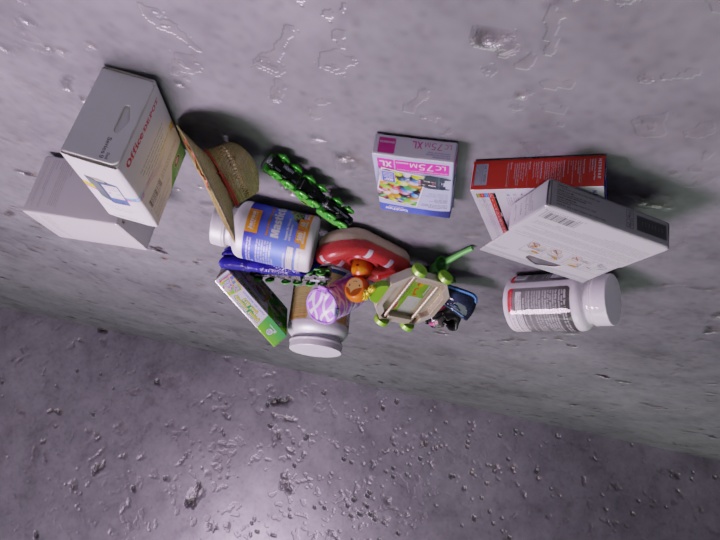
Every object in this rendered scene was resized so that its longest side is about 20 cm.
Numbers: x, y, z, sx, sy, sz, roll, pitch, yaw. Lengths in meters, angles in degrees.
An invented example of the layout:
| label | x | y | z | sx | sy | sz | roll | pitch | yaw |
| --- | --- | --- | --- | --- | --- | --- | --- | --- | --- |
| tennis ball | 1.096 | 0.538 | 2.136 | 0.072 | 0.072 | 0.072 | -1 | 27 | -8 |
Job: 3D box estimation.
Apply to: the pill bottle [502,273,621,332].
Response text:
| label | x | y | z | sx | sy | sz | roll | pitch | yaw |
| --- | --- | --- | --- | --- | --- | --- | --- | --- | --- |
| pill bottle | 0.390 | 0.062 | 1.117 | 0.199 | 0.115 | 0.114 | -5 | 154 | 42 |

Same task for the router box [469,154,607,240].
| label | x | y | z | sx | sy | sz | roll | pitch | yaw |
| --- | --- | --- | --- | --- | --- | --- | --- | --- | --- |
| router box | 0.274 | -0.093 | 0.860 | 0.178 | 0.049 | 0.200 | 3 | 158 | 25 |

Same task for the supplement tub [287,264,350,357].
| label | x | y | z | sx | sy | sz | roll | pitch | yaw |
| --- | --- | --- | --- | --- | --- | --- | --- | --- | --- |
| supplement tub | -0.093 | 0.090 | 1.344 | 0.143 | 0.202 | 0.145 | 6 | 160 | 2 |

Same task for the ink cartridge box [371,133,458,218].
| label | x | y | z | sx | sy | sz | roll | pitch | yaw |
| --- | --- | --- | --- | --- | --- | --- | --- | --- | --- |
| ink cartridge box | 0.085 | -0.133 | 0.885 | 0.118 | 0.042 | 0.200 | 9 | 162 | 10 |

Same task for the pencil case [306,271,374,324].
| label | x | y | z | sx | sy | sz | roll | pitch | yaw |
| --- | --- | --- | --- | --- | --- | --- | --- | --- | --- |
| pencil case | -0.038 | 0.047 | 1.229 | 0.083 | 0.087 | 0.200 | 9 | -162 | 25 |

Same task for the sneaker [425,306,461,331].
| label | x | y | z | sx | sy | sz | roll | pitch | yaw |
| --- | --- | --- | --- | --- | --- | --- | --- | --- | --- |
| sneaker | 0.177 | 0.091 | 1.371 | 0.199 | 0.085 | 0.076 | 25 | 156 | -32 |

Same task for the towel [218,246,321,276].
| label | x | y | z | sx | sy | sz | roll | pitch | yaw |
| --- | --- | --- | --- | --- | --- | --- | --- | --- | --- |
| towel | -0.187 | -0.034 | 1.242 | 0.198 | 0.050 | 0.148 | 6 | -162 | 18 |

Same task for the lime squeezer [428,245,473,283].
| label | x | y | z | sx | sy | sz | roll | pitch | yaw |
| --- | --- | --- | --- | --- | --- | --- | --- | --- | --- |
| lime squeezer | 0.179 | -0.004 | 1.182 | 0.070 | 0.038 | 0.200 | 11 | 160 | 3 |

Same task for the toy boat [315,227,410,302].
| label | x | y | z | sx | sy | sz | roll | pitch | yaw |
| --- | --- | --- | --- | --- | --- | --- | --- | --- | --- |
| toy boat | 0.000 | 0.000 | 1.159 | 0.199 | 0.132 | 0.130 | 24 | 157 | -30 |

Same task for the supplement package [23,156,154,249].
| label | x | y | z | sx | sy | sz | roll | pitch | yaw |
| --- | --- | --- | --- | --- | --- | --- | --- | --- | --- |
| supplement package | -0.506 | -0.128 | 1.107 | 0.198 | 0.123 | 0.120 | 9 | 160 | 12 |

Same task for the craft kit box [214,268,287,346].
| label | x | y | z | sx | sy | sz | roll | pitch | yaw |
| --- | --- | --- | --- | --- | --- | --- | --- | --- | --- |
| craft kit box | -0.248 | 0.060 | 1.337 | 0.200 | 0.048 | 0.198 | 51 | -173 | -16 |

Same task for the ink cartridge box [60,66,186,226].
| label | x | y | z | sx | sy | sz | roll | pitch | yaw |
| --- | --- | --- | --- | --- | --- | --- | --- | --- | --- |
| ink cartridge box | -0.343 | -0.177 | 0.860 | 0.087 | 0.147 | 0.200 | 15 | 162 | -1 |

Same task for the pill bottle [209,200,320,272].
| label | x | y | z | sx | sy | sz | roll | pitch | yaw |
| --- | --- | --- | --- | --- | --- | --- | --- | --- | --- |
| pill bottle | -0.183 | -0.070 | 1.106 | 0.198 | 0.113 | 0.112 | 13 | 161 | -1 |

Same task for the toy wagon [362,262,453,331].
| label | x | y | z | sx | sy | sz | roll | pitch | yaw |
| --- | --- | --- | --- | --- | --- | --- | --- | --- | --- |
| toy wagon | 0.086 | 0.050 | 1.146 | 0.198 | 0.040 | 0.156 | 14 | 126 | -33 |

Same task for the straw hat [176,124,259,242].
| label | x | y | z | sx | sy | sz | roll | pitch | yaw |
| --- | --- | --- | --- | --- | --- | --- | --- | --- | --- |
| straw hat | -0.208 | -0.153 | 0.911 | 0.084 | 0.202 | 0.201 | -27 | 165 | -13 |

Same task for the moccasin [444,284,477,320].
| label | x | y | z | sx | sy | sz | roll | pitch | yaw |
| --- | --- | --- | --- | --- | --- | --- | --- | --- | --- |
| moccasin | 0.151 | 0.052 | 1.245 | 0.198 | 0.069 | 0.080 | 20 | -174 | 27 |

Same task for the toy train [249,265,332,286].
| label | x | y | z | sx | sy | sz | roll | pitch | yaw |
| --- | --- | --- | --- | --- | --- | --- | --- | --- | --- |
| toy train | -0.152 | 0.004 | 1.274 | 0.198 | 0.057 | 0.042 | 4 | 121 | 19 |

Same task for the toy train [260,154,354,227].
| label | x | y | z | sx | sy | sz | roll | pitch | yaw |
| --- | --- | --- | --- | --- | --- | --- | --- | --- | --- |
| toy train | -0.088 | -0.132 | 0.966 | 0.199 | 0.042 | 0.056 | 35 | 169 | -39 |

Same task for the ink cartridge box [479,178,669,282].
| label | x | y | z | sx | sy | sz | roll | pitch | yaw |
| --- | --- | --- | --- | --- | --- | --- | --- | --- | --- |
| ink cartridge box | 0.301 | -0.049 | 0.827 | 0.198 | 0.044 | 0.174 | 16 | 160 | -14 |
